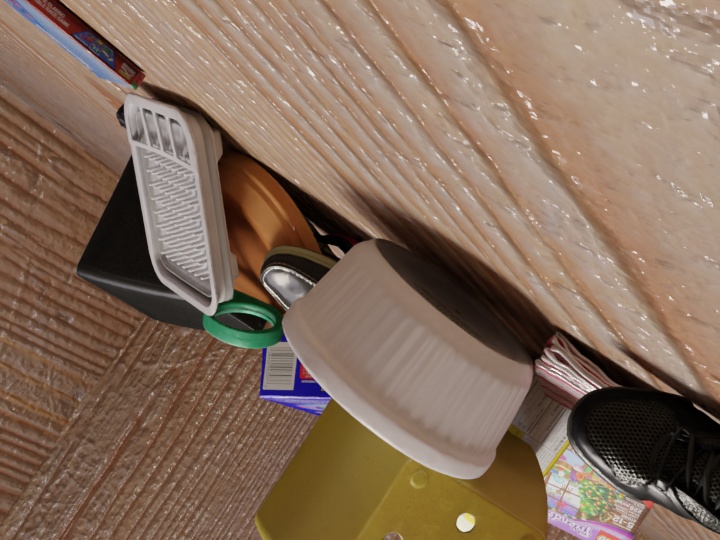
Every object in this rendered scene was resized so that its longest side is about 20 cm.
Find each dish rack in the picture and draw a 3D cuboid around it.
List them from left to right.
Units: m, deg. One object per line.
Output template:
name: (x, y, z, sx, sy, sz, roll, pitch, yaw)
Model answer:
dish rack: (-0.171, -0.071, 0.995, 0.171, 0.043, 0.203, 25, 125, 53)

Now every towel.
towel: (0.212, 0.113, 0.820, 0.145, 0.030, 0.200, 31, 174, 18)

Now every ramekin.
ramekin: (0.045, 0.059, 0.792, 0.201, 0.095, 0.203, 36, -169, -8)

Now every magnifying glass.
magnifying glass: (-0.144, 0.029, 1.044, 0.079, 0.023, 0.200, -3, -154, -33)

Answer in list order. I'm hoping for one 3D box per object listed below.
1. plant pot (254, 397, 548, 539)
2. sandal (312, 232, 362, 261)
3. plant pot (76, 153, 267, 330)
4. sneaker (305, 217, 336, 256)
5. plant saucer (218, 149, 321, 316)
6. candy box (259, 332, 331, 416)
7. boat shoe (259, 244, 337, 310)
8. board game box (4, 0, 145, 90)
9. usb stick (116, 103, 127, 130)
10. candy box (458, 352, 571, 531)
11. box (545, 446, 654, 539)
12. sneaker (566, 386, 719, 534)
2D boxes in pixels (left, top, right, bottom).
plant pot: (0.046, 0.215, 0.861, 0.199, 0.201, 0.176, 33, -177, -12)
sandal: (0.000, 0.000, 1.015, 0.199, 0.045, 0.075, 35, 170, 19)
plant pot: (-0.190, -0.027, 1.251, 0.176, 0.202, 0.200, 20, 169, 23)
sneaker: (-0.047, 0.001, 1.100, 0.200, 0.078, 0.090, 48, 165, -18)
plant saucer: (-0.110, -0.026, 1.036, 0.199, 0.037, 0.202, 37, 147, 29)
candy box: (0.008, 0.123, 1.124, 0.167, 0.078, 0.200, -1, 163, 24)
boat shoe: (-0.013, 0.055, 0.948, 0.200, 0.066, 0.072, 38, 134, -10)
board game box: (-0.287, -0.234, 0.900, 0.200, 0.020, 0.103, 39, 172, -36)
usb stick: (-0.192, -0.129, 1.155, 0.199, 0.033, 0.055, 34, -179, 14)
candy box: (0.134, 0.172, 0.987, 0.102, 0.201, 0.026, 33, -153, 5)
box: (0.197, 0.197, 1.030, 0.198, 0.039, 0.138, 25, 136, 14)
sneaker: (0.224, 0.127, 0.625, 0.198, 0.077, 0.114, 31, 172, 12)
